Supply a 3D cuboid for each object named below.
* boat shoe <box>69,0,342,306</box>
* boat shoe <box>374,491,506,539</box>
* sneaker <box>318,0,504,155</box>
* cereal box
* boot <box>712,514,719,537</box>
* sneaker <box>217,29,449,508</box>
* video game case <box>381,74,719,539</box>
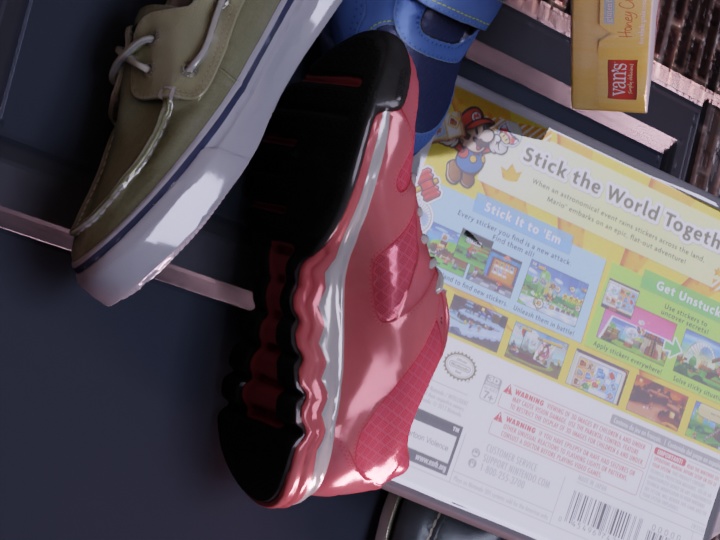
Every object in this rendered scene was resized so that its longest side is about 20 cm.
[{"bbox_3d":[-0.066,-0.078,1.001,0.062,0.072,0.200,38,63,-17],"label":"boat shoe"},{"bbox_3d":[0.072,0.090,1.170,0.200,0.062,0.073,-57,136,-23],"label":"boat shoe"},{"bbox_3d":[0.040,-0.145,1.082,0.074,0.082,0.200,15,87,-49],"label":"sneaker"},{"bbox_3d":[0.116,-0.188,1.099,0.144,0.039,0.200,83,12,-55],"label":"cereal box"},{"bbox_3d":[0.124,0.099,1.234,0.200,0.073,0.096,-30,112,-50],"label":"boot"},{"bbox_3d":[0.000,0.000,1.064,0.087,0.074,0.201,6,100,-37],"label":"sneaker"},{"bbox_3d":[0.089,0.032,1.144,0.200,0.023,0.182,23,78,-18],"label":"video game case"}]
